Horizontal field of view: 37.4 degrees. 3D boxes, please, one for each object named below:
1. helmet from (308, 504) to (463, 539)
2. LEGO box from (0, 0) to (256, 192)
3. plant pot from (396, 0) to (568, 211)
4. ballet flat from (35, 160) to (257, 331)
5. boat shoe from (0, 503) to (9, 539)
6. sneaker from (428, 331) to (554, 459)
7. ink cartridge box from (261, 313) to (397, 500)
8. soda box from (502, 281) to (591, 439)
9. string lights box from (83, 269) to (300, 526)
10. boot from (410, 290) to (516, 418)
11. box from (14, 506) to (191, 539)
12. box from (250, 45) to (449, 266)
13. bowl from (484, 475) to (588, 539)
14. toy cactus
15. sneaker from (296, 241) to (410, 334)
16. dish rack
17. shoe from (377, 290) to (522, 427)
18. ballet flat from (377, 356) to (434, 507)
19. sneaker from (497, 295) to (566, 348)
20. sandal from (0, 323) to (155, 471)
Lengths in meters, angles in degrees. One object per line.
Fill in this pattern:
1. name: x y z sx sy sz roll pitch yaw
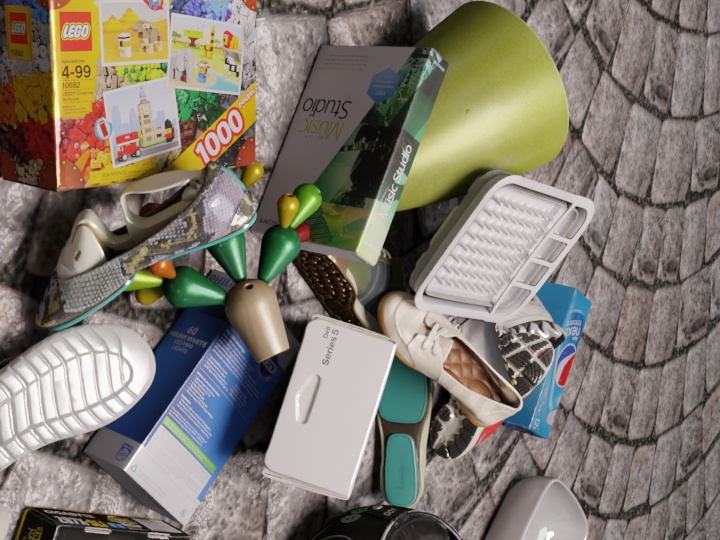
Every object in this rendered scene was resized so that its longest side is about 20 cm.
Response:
1. helmet: 0.017 0.353 1.123 0.199 0.190 0.202 22 53 -32
2. LEGO box: -0.175 -0.150 0.820 0.199 0.077 0.151 -16 113 -49
3. plant pot: 0.077 -0.145 1.084 0.199 0.186 0.189 -34 127 -24
4. ballet flat: -0.176 -0.026 0.804 0.072 0.199 0.072 59 10 -18
5. boat shoe: -0.318 0.263 0.773 0.200 0.074 0.093 -49 141 -21
6. sneaker: 0.163 0.151 1.312 0.200 0.077 0.085 -46 157 17
7. ink cartridge box: -0.029 0.125 1.001 0.200 0.083 0.147 108 -1 -85
8. soda box: 0.245 0.120 1.445 0.064 0.067 0.202 32 75 -51
9. string lights box: -0.144 0.111 0.952 0.201 0.059 0.103 -57 138 -24
10. boot: 0.146 0.066 1.234 0.203 0.073 0.155 -26 97 -42
11. box: -0.239 0.309 0.896 0.159 0.049 0.202 24 81 -55
12. box: -0.012 -0.112 0.986 0.036 0.143 0.202 28 77 -46
13. bowl: 0.238 0.399 1.512 0.201 0.074 0.200 -59 139 -21
14. toy cactus: -0.113 -0.001 0.902 0.199 0.102 0.167 -22 87 -33
15. sneaker: 0.000 0.000 1.101 0.090 0.067 0.201 -59 145 -23
16. dish rack: 0.143 -0.028 1.108 0.199 0.044 0.172 9 123 -50
17. shoe: 0.096 0.090 1.110 0.200 0.053 0.070 45 57 -24
18. ballet flat: 0.053 0.173 1.228 0.069 0.069 0.203 -11 110 -50
19. sneaker: 0.168 0.068 1.340 0.198 0.075 0.082 2 56 -39
20. sandal: -0.255 0.099 0.820 0.201 0.050 0.083 -27 107 -31
